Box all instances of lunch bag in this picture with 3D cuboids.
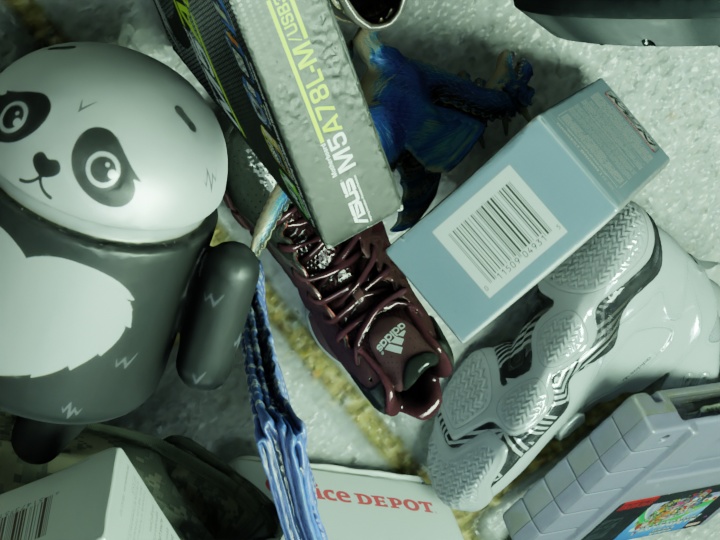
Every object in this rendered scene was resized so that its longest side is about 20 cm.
[{"bbox_3d":[-0.140,0.166,1.324,0.200,0.118,0.164,13,120,0],"label":"lunch bag"}]

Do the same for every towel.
[{"bbox_3d":[-0.031,0.094,1.302,0.024,0.200,0.145,-15,114,0],"label":"towel"}]

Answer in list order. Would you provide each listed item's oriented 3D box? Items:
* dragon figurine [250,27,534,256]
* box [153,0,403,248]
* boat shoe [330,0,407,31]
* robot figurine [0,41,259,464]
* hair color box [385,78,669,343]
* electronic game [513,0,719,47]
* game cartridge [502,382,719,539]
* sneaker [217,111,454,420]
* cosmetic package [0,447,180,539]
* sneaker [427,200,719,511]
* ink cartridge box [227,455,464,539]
[{"bbox_3d":[0.021,-0.060,1.274,0.099,0.200,0.059,36,132,-7],"label":"dragon figurine"},{"bbox_3d":[-0.062,-0.136,1.143,0.047,0.193,0.200,-30,132,-10],"label":"box"},{"bbox_3d":[-0.003,-0.199,1.209,0.074,0.073,0.200,-23,130,-13],"label":"boat shoe"},{"bbox_3d":[-0.136,-0.009,1.228,0.150,0.125,0.200,7,123,-25],"label":"robot figurine"},{"bbox_3d":[0.086,-0.033,1.294,0.099,0.200,0.061,-41,87,16],"label":"hair color box"},{"bbox_3d":[0.173,-0.137,1.272,0.200,0.200,0.042,-8,102,-24],"label":"electronic game"},{"bbox_3d":[0.186,0.109,1.498,0.200,0.038,0.130,-5,143,-45],"label":"game cartridge"},{"bbox_3d":[0.000,0.000,1.323,0.076,0.116,0.200,-34,132,-3],"label":"sneaker"},{"bbox_3d":[-0.114,0.196,1.232,0.113,0.081,0.200,-22,117,12],"label":"cosmetic package"},{"bbox_3d":[0.128,0.060,1.462,0.115,0.075,0.200,23,107,-35],"label":"sneaker"},{"bbox_3d":[-0.001,0.205,1.410,0.145,0.200,0.083,10,129,-34],"label":"ink cartridge box"}]
